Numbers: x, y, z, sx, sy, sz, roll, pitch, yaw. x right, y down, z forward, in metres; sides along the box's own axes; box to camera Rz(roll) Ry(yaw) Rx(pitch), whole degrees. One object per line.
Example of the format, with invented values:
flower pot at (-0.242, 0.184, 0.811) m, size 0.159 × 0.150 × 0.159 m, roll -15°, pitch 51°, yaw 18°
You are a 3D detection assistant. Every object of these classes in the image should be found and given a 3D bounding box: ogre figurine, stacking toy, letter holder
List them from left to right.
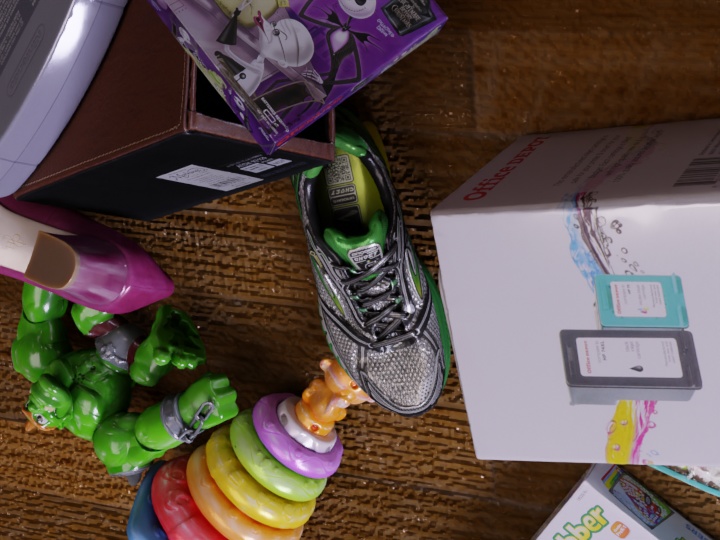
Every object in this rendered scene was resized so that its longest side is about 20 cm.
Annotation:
ogre figurine at (-0.174, 0.063, 0.984) m, size 0.200 × 0.098 × 0.120 m, roll 34°, pitch 115°, yaw 5°
letter holder at (-0.114, -0.120, 0.849) m, size 0.200 × 0.100 × 0.143 m, roll -13°, pitch 74°, yaw 49°
stacking toy at (-0.056, 0.124, 0.956) m, size 0.116 × 0.110 × 0.200 m, roll 36°, pitch 112°, yaw -10°

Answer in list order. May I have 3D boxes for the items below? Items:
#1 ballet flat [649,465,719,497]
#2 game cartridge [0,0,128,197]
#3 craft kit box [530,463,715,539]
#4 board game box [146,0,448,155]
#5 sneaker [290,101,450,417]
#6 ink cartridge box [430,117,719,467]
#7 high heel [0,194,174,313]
ballet flat at (0.248, 0.121, 0.819) m, size 0.200 × 0.076 × 0.064 m, roll 27°, pitch 90°, yaw 10°
game cartridge at (-0.194, -0.146, 0.849) m, size 0.200 × 0.040 × 0.133 m, roll -54°, pitch 41°, yaw 28°
craft kit box at (0.176, 0.248, 0.914) m, size 0.197 × 0.049 × 0.200 m, roll 38°, pitch 123°, yaw 11°
board game box at (-0.061, -0.174, 0.742) m, size 0.200 × 0.120 × 0.032 m, roll 52°, pitch 160°, yaw 1°
sneaker at (0.000, 0.000, 0.861) m, size 0.078 × 0.085 × 0.200 m, roll -20°, pitch 103°, yaw 5°
ink cartridge box at (0.163, 0.007, 0.757) m, size 0.200 × 0.147 × 0.146 m, roll -2°, pitch 110°, yaw 29°
high heel at (-0.214, -0.026, 0.938) m, size 0.200 × 0.096 × 0.068 m, roll 20°, pitch 92°, yaw 35°
